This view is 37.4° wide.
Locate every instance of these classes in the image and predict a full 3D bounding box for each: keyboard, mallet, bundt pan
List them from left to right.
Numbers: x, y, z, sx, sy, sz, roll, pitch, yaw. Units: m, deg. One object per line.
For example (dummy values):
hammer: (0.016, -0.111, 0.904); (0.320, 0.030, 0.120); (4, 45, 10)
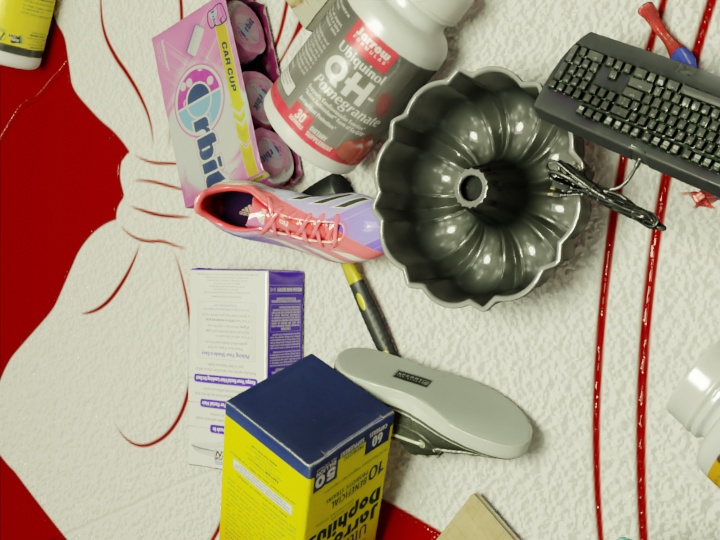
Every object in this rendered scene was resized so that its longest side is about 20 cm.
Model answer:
mallet: (0.000, 0.000, 1.018); (0.066, 0.041, 0.201); (-39, 73, 27)
bundt pan: (0.110, -0.066, 0.906); (0.200, 0.075, 0.205); (-2, 87, 34)
keyboard: (0.207, -0.093, 0.771); (0.199, 0.021, 0.128); (32, 96, 38)

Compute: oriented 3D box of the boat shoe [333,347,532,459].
boat shoe: (0.062, 0.130, 0.953); (0.198, 0.070, 0.064); (21, 123, 31)

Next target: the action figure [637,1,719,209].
action figure: (0.250, -0.115, 0.798); (0.065, 0.098, 0.201); (-44, 68, 27)

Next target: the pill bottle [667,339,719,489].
pill bottle: (0.313, 0.137, 0.737); (0.200, 0.109, 0.110); (45, 114, 28)

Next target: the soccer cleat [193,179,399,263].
soccer cleat: (-0.060, -0.046, 0.984); (0.198, 0.076, 0.068); (13, 100, 25)

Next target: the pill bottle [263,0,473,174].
pill bottle: (0.009, -0.194, 0.962); (0.200, 0.110, 0.111); (-48, 64, 26)

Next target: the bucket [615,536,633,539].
bucket: (0.234, 0.286, 0.729); (0.133, 0.207, 0.211); (-7, 85, 9)

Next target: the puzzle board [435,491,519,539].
puzzle board: (0.126, 0.320, 0.932); (0.200, 0.017, 0.152); (47, 117, 27)

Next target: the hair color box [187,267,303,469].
hair color box: (-0.117, 0.100, 1.082); (0.108, 0.064, 0.203); (1, 89, 35)

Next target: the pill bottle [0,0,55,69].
pill bottle: (-0.419, -0.354, 1.275); (0.112, 0.112, 0.203); (25, 104, 33)

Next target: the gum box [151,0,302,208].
gum box: (-0.138, -0.165, 1.096); (0.113, 0.066, 0.203); (-20, 78, 35)

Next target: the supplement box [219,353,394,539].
supplement box: (-0.052, 0.200, 0.966); (0.109, 0.108, 0.202); (31, 130, 32)

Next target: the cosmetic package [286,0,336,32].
cosmetic package: (-0.050, -0.333, 1.031); (0.104, 0.073, 0.201); (-44, 64, 27)
